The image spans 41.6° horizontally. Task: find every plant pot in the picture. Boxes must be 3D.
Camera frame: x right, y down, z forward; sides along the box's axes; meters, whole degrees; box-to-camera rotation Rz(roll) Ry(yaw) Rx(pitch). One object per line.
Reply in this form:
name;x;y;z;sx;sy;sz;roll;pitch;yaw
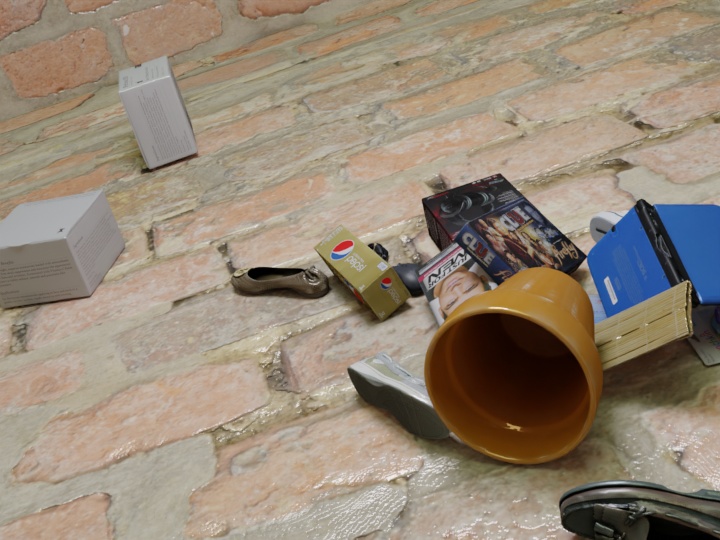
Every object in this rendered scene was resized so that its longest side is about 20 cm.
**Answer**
plant pot;0.198;0.093;1.126;0.197;0.203;0.183;0;25;27

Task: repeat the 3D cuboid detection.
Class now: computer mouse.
computer mouse;0.054;-0.013;1.549;0.058;0.034;0.200;-26;29;-16

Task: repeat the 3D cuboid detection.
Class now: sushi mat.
sushi mat;0.317;0.083;1.161;0.199;0.012;0.096;-32;26;39

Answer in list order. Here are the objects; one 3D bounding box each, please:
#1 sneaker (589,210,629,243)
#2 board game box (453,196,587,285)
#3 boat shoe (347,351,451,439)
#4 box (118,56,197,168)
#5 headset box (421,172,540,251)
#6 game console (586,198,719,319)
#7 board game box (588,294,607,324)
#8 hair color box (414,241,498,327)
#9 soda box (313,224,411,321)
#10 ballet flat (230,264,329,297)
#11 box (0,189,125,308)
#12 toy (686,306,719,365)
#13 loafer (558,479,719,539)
sneaker;0.421;-0.048;1.384;0.070;0.074;0.200;-19;31;-20
board game box;0.231;-0.031;1.350;0.135;0.035;0.199;45;34;14
boat shoe;0.059;0.153;1.214;0.064;0.075;0.201;-34;26;-22
box;-0.491;-0.385;2.295;0.129;0.202;0.199;-20;29;-5
headset box;0.199;-0.071;1.534;0.147;0.078;0.200;-18;27;-4
game console;0.412;0.009;1.244;0.171;0.117;0.201;-50;27;31
board game box;0.288;0.069;1.299;0.197;0.020;0.103;-1;31;25
hair color box;0.151;0.036;1.353;0.099;0.061;0.201;-37;27;9
soda box;0.000;0.000;1.504;0.064;0.068;0.200;-39;32;-4
ballet flat;-0.139;0.010;1.593;0.198;0.047;0.067;6;34;34
box;-0.592;-0.043;1.830;0.196;0.132;0.201;-8;29;14
toy;0.507;0.046;1.199;0.197;0.048;0.116;-15;27;1
loafer;0.291;0.250;0.927;0.197;0.073;0.063;-2;37;19
